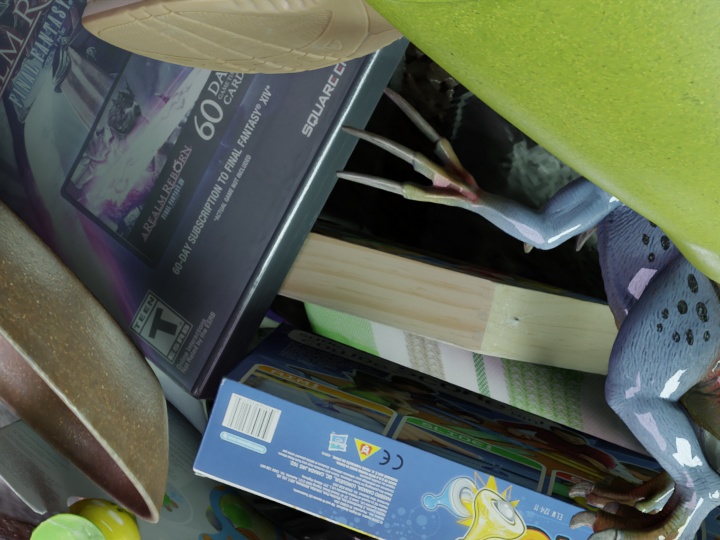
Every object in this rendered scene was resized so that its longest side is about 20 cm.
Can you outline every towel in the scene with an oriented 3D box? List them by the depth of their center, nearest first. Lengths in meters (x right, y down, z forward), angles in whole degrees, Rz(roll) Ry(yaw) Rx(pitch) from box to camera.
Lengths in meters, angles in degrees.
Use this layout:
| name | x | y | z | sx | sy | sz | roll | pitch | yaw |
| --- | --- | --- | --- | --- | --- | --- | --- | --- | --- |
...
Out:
| name | x | y | z | sx | sy | sz | roll | pitch | yaw |
| --- | --- | --- | --- | --- | --- | --- | --- | --- | --- |
| towel | 0.067 | 0.071 | 1.055 | 0.200 | 0.031 | 0.150 | 24 | 143 | 32 |

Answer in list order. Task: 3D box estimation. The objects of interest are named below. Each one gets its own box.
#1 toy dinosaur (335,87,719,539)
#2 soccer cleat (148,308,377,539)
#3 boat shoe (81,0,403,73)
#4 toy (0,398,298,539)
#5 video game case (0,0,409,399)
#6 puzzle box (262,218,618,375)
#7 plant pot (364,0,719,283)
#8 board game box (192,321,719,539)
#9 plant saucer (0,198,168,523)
| name | x | y | z | sx | sy | sz | roll | pitch | yaw |
| --- | --- | --- | --- | --- | --- | --- | --- | --- | --- |
| toy dinosaur | 0.099 | -0.012 | 0.809 | 0.199 | 0.105 | 0.182 | 12 | 99 | 16 |
| soccer cleat | -0.051 | 0.040 | 1.097 | 0.200 | 0.068 | 0.073 | 41 | -176 | 15 |
| boat shoe | -0.013 | -0.106 | 0.820 | 0.072 | 0.065 | 0.200 | 15 | 165 | -37 |
| toy | -0.081 | 0.098 | 1.068 | 0.115 | 0.200 | 0.047 | 41 | 106 | 9 |
| video game case | -0.087 | -0.069 | 0.930 | 0.200 | 0.019 | 0.143 | 37 | 107 | 30 |
| puzzle box | 0.000 | 0.000 | 0.956 | 0.199 | 0.026 | 0.133 | 16 | -178 | 34 |
| plant pot | 0.090 | -0.098 | 0.669 | 0.200 | 0.201 | 0.193 | 6 | 146 | 45 |
| board game box | 0.051 | 0.075 | 0.902 | 0.199 | 0.035 | 0.135 | 20 | -172 | 5 |
| plant saucer | -0.131 | 0.006 | 0.927 | 0.200 | 0.037 | 0.200 | 42 | 168 | 10 |
